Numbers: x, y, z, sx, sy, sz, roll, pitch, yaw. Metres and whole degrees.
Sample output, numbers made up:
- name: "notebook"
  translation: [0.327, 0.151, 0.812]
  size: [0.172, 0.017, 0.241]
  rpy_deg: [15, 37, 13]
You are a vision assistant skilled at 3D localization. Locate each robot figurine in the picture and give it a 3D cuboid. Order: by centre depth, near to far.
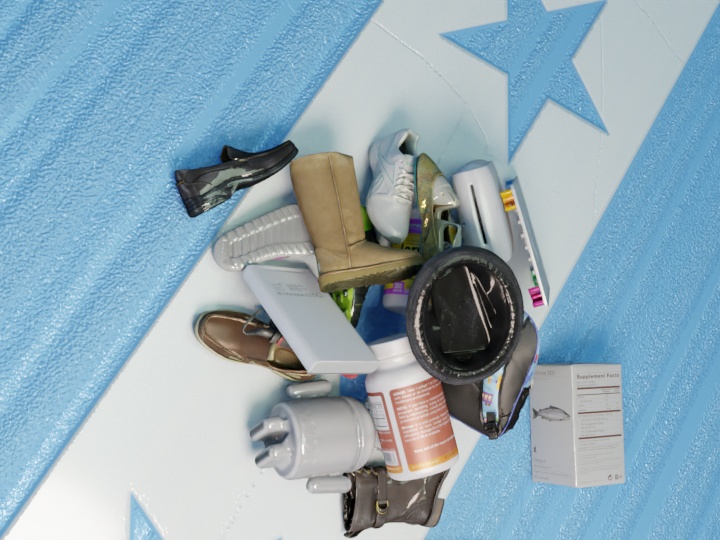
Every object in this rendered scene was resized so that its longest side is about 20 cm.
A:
- name: "robot figurine"
  translation: [-0.060, 0.245, 1.630]
  size: [0.198, 0.113, 0.172]
  rpy_deg: [-2, 72, -31]

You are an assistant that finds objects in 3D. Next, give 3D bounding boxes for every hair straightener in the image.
- name: "hair straightener"
  translation: [-0.087, 0.100, 1.606]
  size: [0.198, 0.077, 0.041]
  rpy_deg: [18, 119, -32]

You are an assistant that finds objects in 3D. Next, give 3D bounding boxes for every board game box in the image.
- name: "board game box"
  translation: [0.272, -0.049, 1.829]
  size: [0.026, 0.200, 0.202]
  rpy_deg: [-16, 96, 12]

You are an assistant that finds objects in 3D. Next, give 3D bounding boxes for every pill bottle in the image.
- name: "pill bottle"
  translation: [0.071, 0.196, 1.637]
  size: [0.111, 0.112, 0.202]
  rpy_deg: [-16, 93, -31]
- name: "pill bottle"
  translation: [0.099, -0.032, 1.754]
  size: [0.103, 0.104, 0.202]
  rpy_deg: [15, 78, -29]

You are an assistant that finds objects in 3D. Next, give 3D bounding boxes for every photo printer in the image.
- name: "photo printer"
  translation: [0.196, -0.091, 1.769]
  size: [0.069, 0.200, 0.168]
  rpy_deg: [-13, 95, 11]

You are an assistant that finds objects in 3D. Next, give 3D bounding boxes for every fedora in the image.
- name: "fedora"
  translation: [0.141, 0.059, 1.613]
  size: [0.198, 0.092, 0.203]
  rpy_deg: [-3, 102, -14]

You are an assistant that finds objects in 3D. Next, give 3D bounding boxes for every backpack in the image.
- name: "backpack"
  translation: [0.191, 0.134, 1.719]
  size: [0.134, 0.181, 0.202]
  rpy_deg: [2, 112, -67]

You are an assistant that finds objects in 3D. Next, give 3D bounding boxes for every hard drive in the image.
- name: "hard drive"
  translation: [-0.072, 0.069, 1.596]
  size: [0.131, 0.200, 0.027]
  rpy_deg: [5, 127, -46]

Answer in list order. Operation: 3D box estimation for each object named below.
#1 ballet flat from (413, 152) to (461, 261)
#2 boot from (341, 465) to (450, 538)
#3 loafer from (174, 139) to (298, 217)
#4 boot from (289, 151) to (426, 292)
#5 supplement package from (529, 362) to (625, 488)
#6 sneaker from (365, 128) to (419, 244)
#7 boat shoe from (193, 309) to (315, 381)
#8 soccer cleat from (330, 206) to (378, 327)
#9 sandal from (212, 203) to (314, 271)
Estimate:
- name: "ballet flat"
  translation: [0.120, -0.079, 1.674]
  size: [0.070, 0.070, 0.203]
  rpy_deg: [2, 83, -30]
- name: "boot"
  translation: [0.052, 0.313, 1.719]
  size: [0.173, 0.069, 0.203]
  rpy_deg: [9, 84, -31]
- name: "loafer"
  translation: [-0.178, -0.152, 1.618]
  size: [0.199, 0.073, 0.073]
  rpy_deg: [-32, 98, -30]
- name: "boot"
  translation: [-0.003, -0.080, 1.637]
  size: [0.173, 0.066, 0.202]
  rpy_deg: [-8, 73, -15]
- name: "supplement package"
  translation: [0.366, 0.258, 1.883]
  size: [0.116, 0.117, 0.203]
  rpy_deg: [1, 85, -30]
- name: "sneaker"
  translation: [0.055, -0.136, 1.712]
  size: [0.070, 0.080, 0.202]
  rpy_deg: [22, 52, -33]
- name: "boat shoe"
  translation: [-0.141, 0.105, 1.615]
  size: [0.201, 0.075, 0.076]
  rpy_deg: [21, 76, -28]
- name: "soccer cleat"
  translation: [0.000, 0.000, 1.706]
  size: [0.080, 0.067, 0.203]
  rpy_deg: [11, 78, -29]
- name: "sandal"
  translation: [-0.126, -0.048, 1.656]
  size: [0.200, 0.050, 0.083]
  rpy_deg: [-13, 77, -18]
